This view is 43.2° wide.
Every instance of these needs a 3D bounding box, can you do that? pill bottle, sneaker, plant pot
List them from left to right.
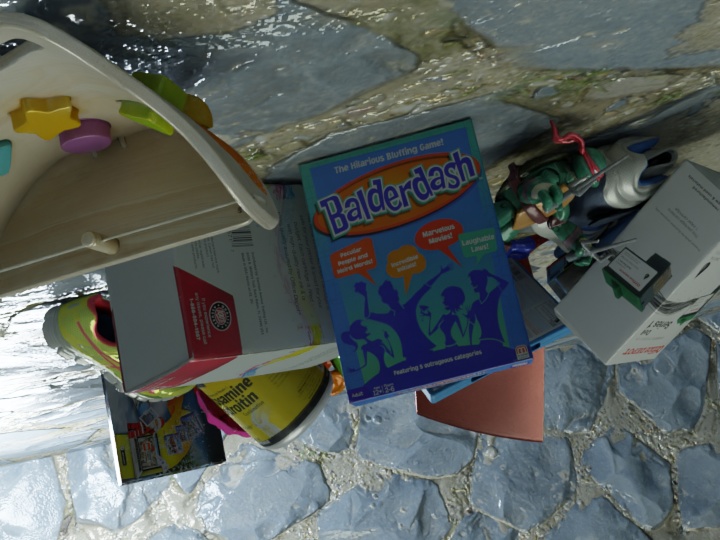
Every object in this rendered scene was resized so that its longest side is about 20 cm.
[{"bbox_3d":[-0.253,0.086,1.029,0.090,0.079,0.199,-30,137,32],"label":"sneaker"},{"bbox_3d":[-0.131,0.090,0.981,0.112,0.200,0.112,-40,-164,14],"label":"pill bottle"},{"bbox_3d":[0.158,0.106,1.279,0.173,0.203,0.201,-3,-152,3],"label":"plant pot"},{"bbox_3d":[0.263,-0.079,0.936,0.145,0.082,0.199,-21,166,29],"label":"sneaker"}]

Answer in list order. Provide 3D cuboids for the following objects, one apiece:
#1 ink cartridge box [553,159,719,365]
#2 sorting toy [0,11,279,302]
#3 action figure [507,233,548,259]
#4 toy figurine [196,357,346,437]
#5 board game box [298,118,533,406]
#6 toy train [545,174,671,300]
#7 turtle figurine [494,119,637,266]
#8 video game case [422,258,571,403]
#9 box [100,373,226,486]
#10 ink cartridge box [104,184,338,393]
[{"bbox_3d":[0.311,-0.002,0.920,0.145,0.085,0.201,2,131,-52],"label":"ink cartridge box"},{"bbox_3d":[-0.171,-0.071,0.489,0.197,0.108,0.180,-15,161,11],"label":"sorting toy"},{"bbox_3d":[0.136,-0.029,1.099,0.199,0.099,0.065,-34,168,-11],"label":"action figure"},{"bbox_3d":[-0.114,0.117,1.099,0.182,0.202,0.150,-26,-148,-9],"label":"toy figurine"},{"bbox_3d":[0.043,-0.006,0.743,0.150,0.203,0.045,-15,167,5],"label":"board game box"},{"bbox_3d":[0.306,-0.027,1.059,0.199,0.087,0.114,-38,-170,20],"label":"toy train"},{"bbox_3d":[0.163,-0.052,0.828,0.199,0.102,0.149,-31,142,24],"label":"turtle figurine"},{"bbox_3d":[0.136,0.064,1.088,0.198,0.143,0.018,-24,135,-14],"label":"video game case"},{"bbox_3d":[-0.259,0.162,1.173,0.135,0.203,0.038,-7,166,-23],"label":"box"},{"bbox_3d":[-0.103,0.015,0.807,0.198,0.147,0.144,-3,165,-37],"label":"ink cartridge box"}]
